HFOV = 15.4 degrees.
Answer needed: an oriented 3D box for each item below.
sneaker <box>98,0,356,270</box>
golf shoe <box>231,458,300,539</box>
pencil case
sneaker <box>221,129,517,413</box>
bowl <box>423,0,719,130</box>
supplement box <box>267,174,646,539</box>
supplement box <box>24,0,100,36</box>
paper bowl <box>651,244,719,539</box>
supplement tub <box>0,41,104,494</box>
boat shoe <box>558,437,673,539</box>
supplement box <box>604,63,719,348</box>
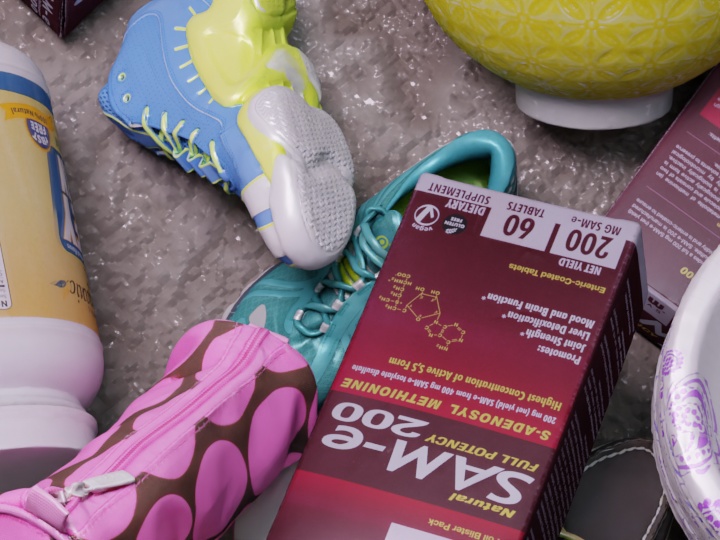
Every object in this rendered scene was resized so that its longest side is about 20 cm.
[{"bbox_3d":[-0.068,-0.067,1.302,0.105,0.076,0.201,-28,50,19],"label":"sneaker"},{"bbox_3d":[0.033,0.087,1.258,0.200,0.075,0.091,-46,43,-13],"label":"golf shoe"},{"bbox_3d":[-0.092,0.090,1.154,0.090,0.094,0.200,21,33,18],"label":"pencil case"},{"bbox_3d":[0.000,0.000,1.295,0.077,0.080,0.200,43,73,9],"label":"sneaker"},{"bbox_3d":[0.117,-0.133,1.325,0.199,0.200,0.108,-3,113,-7],"label":"bowl"},{"bbox_3d":[0.045,0.063,1.178,0.108,0.061,0.201,13,62,18],"label":"supplement box"},{"bbox_3d":[-0.184,-0.229,1.355,0.200,0.061,0.109,43,72,8],"label":"supplement box"},{"bbox_3d":[0.231,0.069,1.206,0.199,0.104,0.202,0,71,-1],"label":"paper bowl"},{"bbox_3d":[-0.199,0.007,1.236,0.144,0.145,0.201,-11,73,-10],"label":"supplement tub"},{"bbox_3d":[0.080,0.149,1.210,0.072,0.061,0.201,40,71,10],"label":"boat shoe"},{"bbox_3d":[0.205,-0.048,1.343,0.109,0.061,0.200,36,70,6],"label":"supplement box"}]
